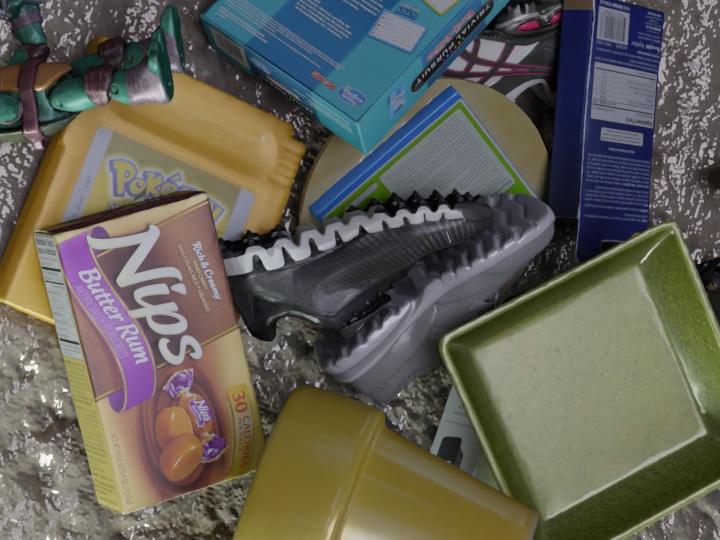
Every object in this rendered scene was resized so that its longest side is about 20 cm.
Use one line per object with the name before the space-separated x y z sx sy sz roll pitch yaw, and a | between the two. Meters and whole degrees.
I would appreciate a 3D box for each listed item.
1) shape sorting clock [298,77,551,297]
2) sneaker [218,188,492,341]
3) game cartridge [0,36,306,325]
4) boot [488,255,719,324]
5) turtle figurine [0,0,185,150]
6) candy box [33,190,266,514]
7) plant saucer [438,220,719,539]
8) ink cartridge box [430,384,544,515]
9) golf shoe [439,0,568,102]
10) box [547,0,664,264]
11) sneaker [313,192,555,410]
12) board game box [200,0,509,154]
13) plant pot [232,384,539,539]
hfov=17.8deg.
shape sorting clock | 0.049 -0.047 1.692 0.200 0.039 0.200 -6 110 -18
sneaker | 0.000 0.000 1.624 0.200 0.066 0.091 -14 101 -1
game cartridge | -0.146 -0.040 1.626 0.176 0.032 0.200 24 85 -24
boot | 0.210 0.022 1.726 0.200 0.138 0.078 5 58 -32
turtle figurine | -0.223 -0.133 1.547 0.200 0.150 0.101 -7 130 6
candy box | -0.143 0.054 1.587 0.117 0.056 0.200 -16 100 -23
plant saucer | 0.171 0.091 1.665 0.200 0.048 0.200 -27 103 -12
ink cartridge box | 0.120 0.184 1.730 0.145 0.083 0.200 21 84 -24
golf shoe | 0.070 -0.149 1.696 0.200 0.077 0.088 -15 108 -22
box | 0.186 -0.103 1.741 0.121 0.032 0.200 3 91 -57
sneaker | 0.062 0.020 1.668 0.200 0.075 0.082 -37 126 7
board game box | 0.010 -0.200 1.631 0.151 0.047 0.200 36 74 23
plant pot | 0.015 0.201 1.586 0.189 0.201 0.201 18 85 6
